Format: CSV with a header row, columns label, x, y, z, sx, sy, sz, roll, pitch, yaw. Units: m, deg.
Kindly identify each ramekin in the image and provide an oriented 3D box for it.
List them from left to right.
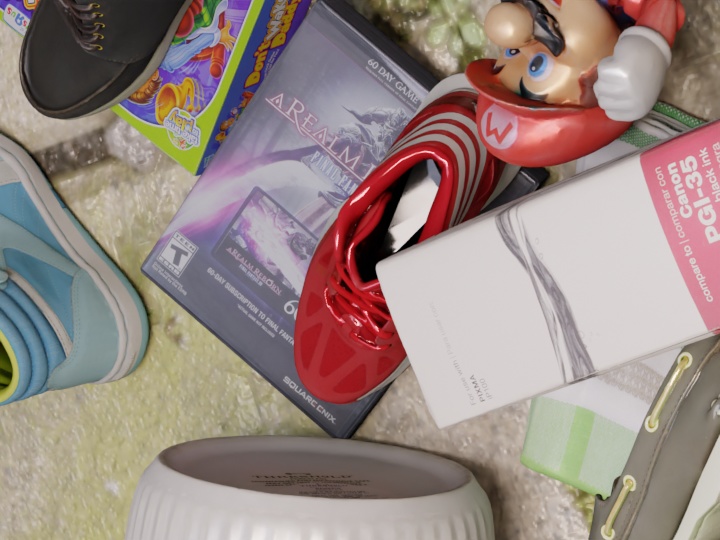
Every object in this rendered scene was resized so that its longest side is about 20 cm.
label,x,y,z,sx,sy,sz,roll,pitch,yaw
ramekin,-0.025,0.147,1.363,0.200,0.200,0.105,10,98,36

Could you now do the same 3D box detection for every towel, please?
label,x,y,z,sx,sy,sz,roll,pitch,yaw
towel,0.149,0.029,1.294,0.149,0.031,0.200,25,117,31

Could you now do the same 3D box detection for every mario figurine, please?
label,x,y,z,sx,sy,sz,roll,pitch,yaw
mario figurine,0.100,-0.139,1.211,0.106,0.123,0.200,24,104,-3

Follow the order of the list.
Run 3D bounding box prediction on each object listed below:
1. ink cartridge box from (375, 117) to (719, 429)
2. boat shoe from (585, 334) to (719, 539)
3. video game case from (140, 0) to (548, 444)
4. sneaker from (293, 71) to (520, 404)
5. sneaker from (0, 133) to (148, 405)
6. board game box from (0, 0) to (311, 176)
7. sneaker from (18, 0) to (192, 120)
label,x,y,z,sx,sy,sz,roll,pitch,yaw
ink cartridge box,0.127,-0.011,1.188,0.200,0.146,0.083,-22,91,40
boat shoe,0.141,0.112,1.272,0.060,0.072,0.202,47,130,29
video game case,-0.012,-0.023,1.395,0.143,0.019,0.200,40,126,7
sneaker,0.000,0.000,1.316,0.078,0.116,0.200,33,123,12
sneaker,-0.220,-0.006,1.509,0.200,0.130,0.080,42,126,22
board game box,-0.120,-0.162,1.442,0.200,0.045,0.135,38,123,24
sneaker,-0.137,-0.140,1.361,0.075,0.106,0.200,54,130,13
